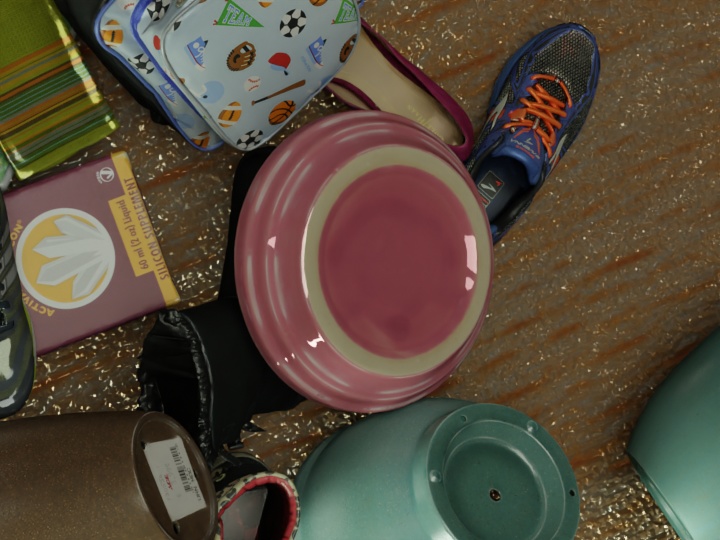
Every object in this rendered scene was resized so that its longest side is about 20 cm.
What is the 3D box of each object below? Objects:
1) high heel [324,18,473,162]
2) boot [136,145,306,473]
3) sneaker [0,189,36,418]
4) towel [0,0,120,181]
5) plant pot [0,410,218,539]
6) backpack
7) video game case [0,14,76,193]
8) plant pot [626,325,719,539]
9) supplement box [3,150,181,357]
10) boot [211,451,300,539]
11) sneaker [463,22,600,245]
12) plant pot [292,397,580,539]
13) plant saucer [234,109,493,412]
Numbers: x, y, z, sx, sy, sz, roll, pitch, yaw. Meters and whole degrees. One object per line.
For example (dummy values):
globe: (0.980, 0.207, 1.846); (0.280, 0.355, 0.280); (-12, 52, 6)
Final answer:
high heel: (0.000, -0.147, 1.649); (0.199, 0.096, 0.068); (38, 81, -8)
boot: (-0.088, 0.027, 1.577); (0.073, 0.162, 0.200); (7, 105, 27)
sneaker: (-0.252, -0.004, 1.507); (0.073, 0.081, 0.202); (-14, 89, -12)
towel: (-0.239, -0.166, 1.582); (0.086, 0.018, 0.201); (-33, 103, -31)
plant pot: (-0.196, 0.167, 1.506); (0.199, 0.187, 0.188); (-24, 93, 23)
backpack: (-0.086, -0.191, 1.559); (0.191, 0.200, 0.154); (-48, 55, -7)
video game case: (-0.285, -0.178, 1.608); (0.181, 0.022, 0.201); (25, 73, -9)
plant pot: (0.284, 0.132, 1.656); (0.160, 0.201, 0.201); (-35, 95, 0)
supplement box: (-0.235, 0.006, 1.596); (0.199, 0.086, 0.111); (-21, 92, -12)
boot: (-0.120, 0.206, 1.578); (0.073, 0.154, 0.204); (42, 80, -8)
sneaker: (0.116, -0.087, 1.681); (0.075, 0.078, 0.201); (30, 82, -10)
plant pot: (0.066, 0.168, 1.591); (0.199, 0.134, 0.202); (14, 57, -24)
plant saucer: (0.013, -0.006, 1.565); (0.199, 0.051, 0.203); (0, 90, -33)
